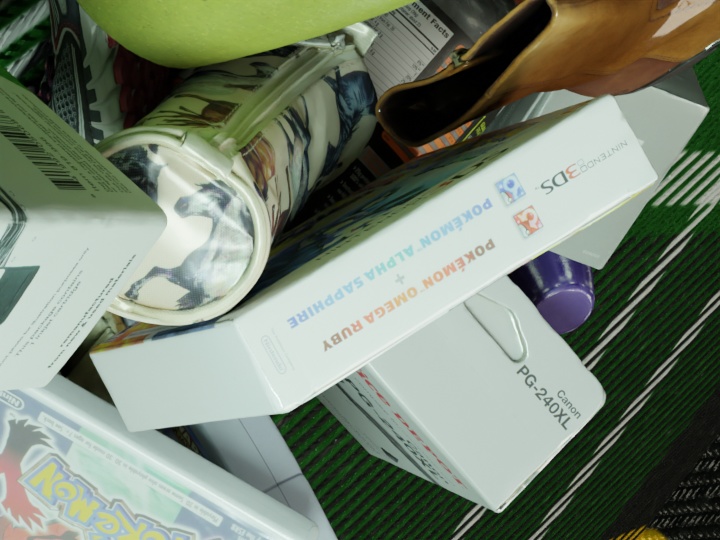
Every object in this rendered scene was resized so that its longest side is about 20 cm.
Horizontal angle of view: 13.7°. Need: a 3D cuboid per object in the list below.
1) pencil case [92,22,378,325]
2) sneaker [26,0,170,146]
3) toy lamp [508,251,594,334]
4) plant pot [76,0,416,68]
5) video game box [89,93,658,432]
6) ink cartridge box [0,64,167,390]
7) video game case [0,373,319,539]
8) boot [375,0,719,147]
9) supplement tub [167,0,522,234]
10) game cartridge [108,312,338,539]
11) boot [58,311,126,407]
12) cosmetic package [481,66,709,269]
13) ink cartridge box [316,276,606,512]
[{"bbox_3d":[-0.051,-0.043,1.155,0.090,0.078,0.200,-64,176,22],"label":"pencil case"},{"bbox_3d":[-0.118,-0.058,1.221,0.201,0.074,0.081,95,4,-45],"label":"sneaker"},{"bbox_3d":[0.072,-0.048,1.537,0.058,0.201,0.058,-10,136,-10],"label":"toy lamp"},{"bbox_3d":[-0.019,-0.164,1.086,0.200,0.188,0.187,-34,176,36],"label":"plant pot"},{"bbox_3d":[0.000,0.000,1.206,0.182,0.047,0.200,-29,-174,-21],"label":"video game box"},{"bbox_3d":[-0.174,-0.032,0.983,0.083,0.147,0.200,-52,163,13],"label":"ink cartridge box"},{"bbox_3d":[-0.142,0.133,1.360,0.183,0.199,0.023,-60,180,33],"label":"video game case"},{"bbox_3d":[0.118,-0.126,1.240,0.188,0.069,0.200,-30,172,35],"label":"boot"},{"bbox_3d":[-0.011,-0.079,1.366,0.200,0.122,0.123,-48,164,-6],"label":"supplement tub"},{"bbox_3d":[-0.080,0.086,1.420,0.041,0.200,0.133,-26,154,-22],"label":"game cartridge"},{"bbox_3d":[-0.142,0.124,1.417,0.066,0.176,0.200,-12,149,-29],"label":"boot"},{"bbox_3d":[0.093,-0.106,1.471,0.107,0.090,0.200,-59,-154,26],"label":"cosmetic package"},{"bbox_3d":[0.018,0.030,1.504,0.083,0.145,0.200,-45,-164,-9],"label":"ink cartridge box"}]
